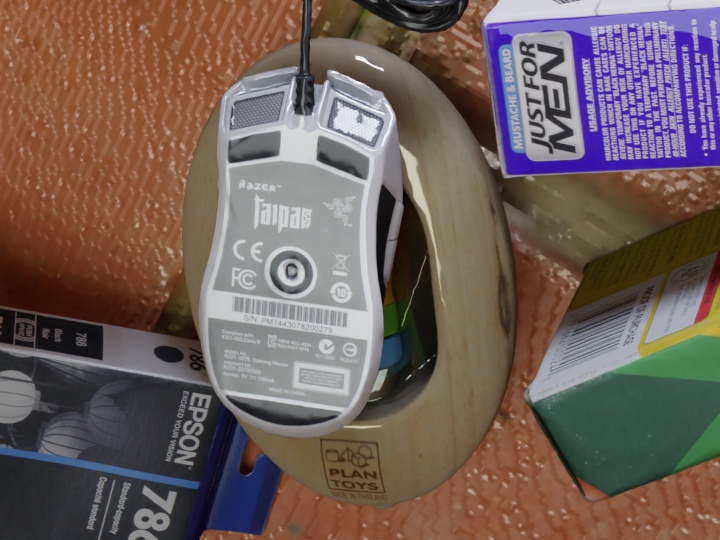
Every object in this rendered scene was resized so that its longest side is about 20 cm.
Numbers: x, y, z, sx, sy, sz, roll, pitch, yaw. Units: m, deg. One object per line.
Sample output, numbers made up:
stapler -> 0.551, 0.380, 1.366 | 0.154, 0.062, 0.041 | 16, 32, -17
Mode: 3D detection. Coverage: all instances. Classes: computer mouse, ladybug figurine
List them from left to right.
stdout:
computer mouse -> -0.021, -0.038, 0.748 | 0.109, 0.044, 0.201 | 9, 108, 9
ladybug figurine -> 0.000, 0.000, 0.819 | 0.135, 0.072, 0.201 | 3, 112, 17

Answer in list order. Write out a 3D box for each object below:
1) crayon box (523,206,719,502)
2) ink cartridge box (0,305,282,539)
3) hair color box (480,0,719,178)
crayon box -> 0.167, 0.004, 0.736 | 0.200, 0.127, 0.051 | -25, 103, 26
ink cartridge box -> -0.123, 0.070, 0.865 | 0.199, 0.039, 0.100 | 9, 118, -14
hair color box -> 0.153, -0.082, 0.714 | 0.199, 0.109, 0.065 | 0, 114, 19
